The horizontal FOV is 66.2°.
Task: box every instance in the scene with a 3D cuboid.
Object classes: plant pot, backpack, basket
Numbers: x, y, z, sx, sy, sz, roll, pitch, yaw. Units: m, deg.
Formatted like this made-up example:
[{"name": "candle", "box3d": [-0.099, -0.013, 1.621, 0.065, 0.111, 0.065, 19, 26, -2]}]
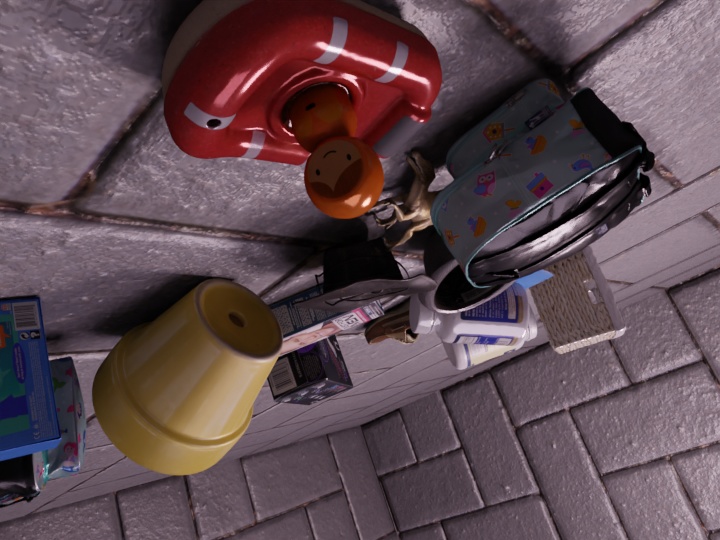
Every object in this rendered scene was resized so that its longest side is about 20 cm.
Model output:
[{"name": "plant pot", "box3d": [-0.202, 0.119, 0.702, 0.189, 0.201, 0.200, -47, 152, 22]}, {"name": "backpack", "box3d": [-0.422, 0.196, 0.680, 0.150, 0.179, 0.200, 0, 157, -34]}, {"name": "basket", "box3d": [0.495, 0.077, 1.279, 0.160, 0.199, 0.200, -22, 162, 19]}, {"name": "backpack", "box3d": [0.169, -0.078, 0.569, 0.200, 0.154, 0.176, -42, 156, 13]}]

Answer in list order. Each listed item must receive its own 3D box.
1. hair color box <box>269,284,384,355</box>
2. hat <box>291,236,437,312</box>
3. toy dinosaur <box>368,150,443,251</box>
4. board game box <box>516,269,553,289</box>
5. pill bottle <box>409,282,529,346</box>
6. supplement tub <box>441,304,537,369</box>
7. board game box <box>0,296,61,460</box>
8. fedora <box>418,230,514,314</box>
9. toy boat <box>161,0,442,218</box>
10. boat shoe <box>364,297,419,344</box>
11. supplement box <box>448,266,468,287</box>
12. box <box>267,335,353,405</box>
[{"name": "hair color box", "box3d": [-0.069, 0.072, 0.881, 0.199, 0.061, 0.100, -22, 161, 5]}, {"name": "hat", "box3d": [0.000, 0.000, 0.711, 0.199, 0.082, 0.201, -11, 170, -2]}, {"name": "toy dinosaur", "box3d": [0.068, -0.066, 0.653, 0.101, 0.059, 0.200, -25, 161, 8]}, {"name": "board game box", "box3d": [0.262, 0.002, 1.055, 0.157, 0.039, 0.200, 5, 163, -11]}, {"name": "pill bottle", "box3d": [0.197, 0.076, 1.024, 0.198, 0.121, 0.120, 4, 157, -7]}, {"name": "supplement tub", "box3d": [0.291, 0.132, 1.285, 0.199, 0.146, 0.145, -19, 161, -3]}, {"name": "board game box", "box3d": [-0.397, 0.110, 0.504, 0.199, 0.153, 0.045, -4, 156, -39]}, {"name": "fedora", "box3d": [0.157, -0.021, 0.805, 0.176, 0.091, 0.200, -13, 150, -15]}, {"name": "toy boat", "box3d": [-0.025, -0.095, 0.363, 0.199, 0.131, 0.130, -2, 154, -43]}, {"name": "boat shoe", "box3d": [0.088, 0.115, 1.137, 0.075, 0.074, 0.200, 0, 152, -46]}, {"name": "supplement box", "box3d": [0.232, -0.024, 0.925, 0.199, 0.067, 0.069, -18, 164, -7]}, {"name": "box", "box3d": [-0.100, 0.176, 1.035, 0.105, 0.123, 0.200, -23, 161, 6]}]
